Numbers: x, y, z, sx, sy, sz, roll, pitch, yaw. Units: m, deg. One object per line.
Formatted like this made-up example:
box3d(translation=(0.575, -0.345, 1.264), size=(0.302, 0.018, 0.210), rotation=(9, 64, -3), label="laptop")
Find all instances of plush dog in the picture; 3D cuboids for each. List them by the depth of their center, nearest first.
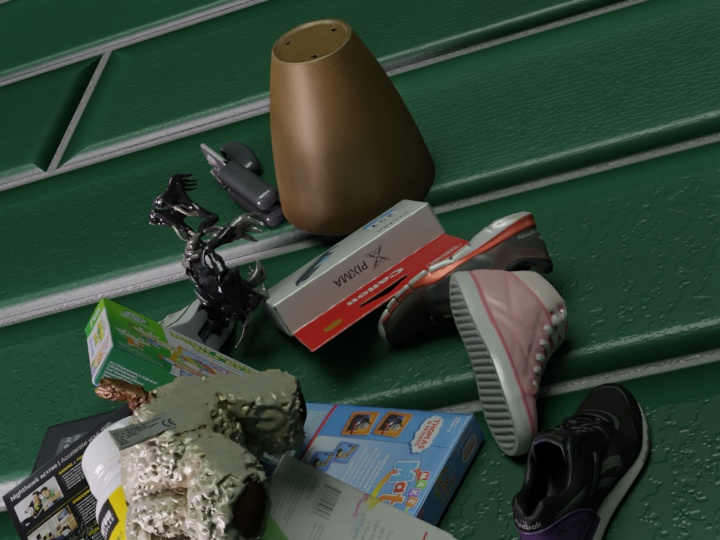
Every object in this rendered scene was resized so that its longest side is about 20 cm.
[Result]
box3d(translation=(-0.139, 0.174, 1.238), size=(0.160, 0.173, 0.200), rotation=(14, 29, 4), label="plush dog")

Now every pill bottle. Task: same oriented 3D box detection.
box3d(translation=(-0.162, 0.229, 1.382), size=(0.114, 0.114, 0.200), rotation=(-31, 58, -5), label="pill bottle")

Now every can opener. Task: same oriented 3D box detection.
box3d(translation=(-0.137, -0.118, 1.951), size=(0.067, 0.053, 0.200), rotation=(-37, 35, -13), label="can opener")

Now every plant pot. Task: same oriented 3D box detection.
box3d(translation=(-0.029, -0.174, 1.795), size=(0.185, 0.201, 0.187), rotation=(-12, 37, 10), label="plant pot")

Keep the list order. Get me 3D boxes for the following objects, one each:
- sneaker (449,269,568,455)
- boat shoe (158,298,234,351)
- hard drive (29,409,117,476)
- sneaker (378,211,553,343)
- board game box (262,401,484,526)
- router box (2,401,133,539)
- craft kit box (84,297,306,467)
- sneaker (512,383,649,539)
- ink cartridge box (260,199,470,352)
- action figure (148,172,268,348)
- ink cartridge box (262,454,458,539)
box3d(translation=(0.155, 0.076, 1.459), size=(0.104, 0.076, 0.201), rotation=(-6, 49, -13), label="sneaker")
box3d(translation=(-0.198, 0.084, 1.685), size=(0.066, 0.072, 0.200), rotation=(-29, 16, 24), label="boat shoe")
box3d(translation=(-0.246, 0.194, 1.625), size=(0.199, 0.033, 0.140), rotation=(-15, 35, 19), label="hard drive")
box3d(translation=(0.104, 0.026, 1.563), size=(0.200, 0.082, 0.077), rotation=(-38, -14, 23), label="sneaker")
box3d(translation=(-0.005, 0.190, 1.455), size=(0.199, 0.037, 0.152), rotation=(0, 42, 38), label="board game box")
box3d(translation=(-0.231, 0.217, 1.520), size=(0.200, 0.051, 0.149), rotation=(-36, 48, -1), label="router box")
box3d(translation=(-0.160, 0.105, 1.500), size=(0.049, 0.199, 0.197), rotation=(-63, 16, 2), label="craft kit box")
box3d(translation=(0.183, 0.154, 1.321), size=(0.075, 0.088, 0.200), rotation=(-4, 40, 32), label="sneaker")
box3d(translation=(0.000, 0.000, 1.652), size=(0.200, 0.045, 0.176), rotation=(-34, 13, -9), label="ink cartridge box")
box3d(translation=(-0.145, -0.014, 1.686), size=(0.102, 0.119, 0.200), rotation=(-21, 60, -25), label="action figure")
box3d(translation=(-0.001, 0.250, 1.293), size=(0.199, 0.067, 0.117), rotation=(26, 49, 2), label="ink cartridge box")
